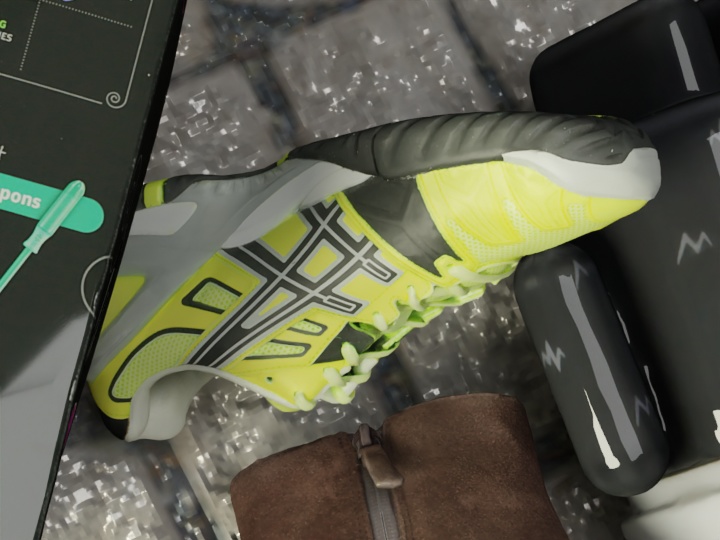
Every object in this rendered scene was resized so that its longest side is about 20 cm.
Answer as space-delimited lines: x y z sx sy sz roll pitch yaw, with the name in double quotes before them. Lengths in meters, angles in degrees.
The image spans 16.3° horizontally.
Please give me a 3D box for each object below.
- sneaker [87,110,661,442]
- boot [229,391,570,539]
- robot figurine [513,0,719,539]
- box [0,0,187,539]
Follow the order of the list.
"sneaker" 0.000 0.000 0.748 0.075 0.200 0.077 -1 79 -60
"boot" -0.015 0.132 0.733 0.200 0.072 0.167 -19 50 -5
"robot figurine" 0.124 0.011 0.798 0.150 0.125 0.200 -17 84 -2
"box" -0.124 -0.005 0.653 0.124 0.149 0.200 14 70 -6
